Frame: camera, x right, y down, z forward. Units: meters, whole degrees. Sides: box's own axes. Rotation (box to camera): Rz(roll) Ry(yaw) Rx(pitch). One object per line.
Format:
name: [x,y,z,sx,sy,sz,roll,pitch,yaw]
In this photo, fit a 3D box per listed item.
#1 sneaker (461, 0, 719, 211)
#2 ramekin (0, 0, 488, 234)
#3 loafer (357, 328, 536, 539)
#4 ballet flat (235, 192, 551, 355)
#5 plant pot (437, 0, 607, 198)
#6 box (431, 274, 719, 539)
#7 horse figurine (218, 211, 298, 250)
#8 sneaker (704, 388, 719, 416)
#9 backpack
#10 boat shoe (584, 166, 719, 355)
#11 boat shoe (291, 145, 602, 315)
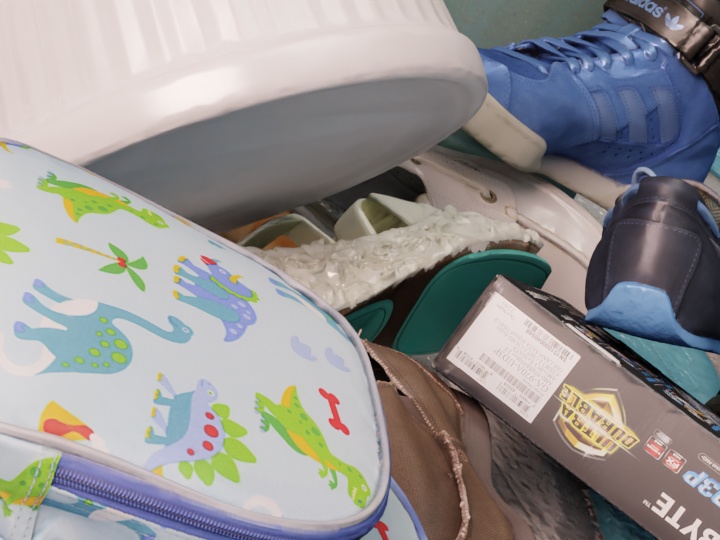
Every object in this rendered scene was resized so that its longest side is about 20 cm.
sneaker: [0.102,-0.093,1.103,0.200,0.112,0.077,25,12,-44]
ramekin: [-0.062,-0.076,0.892,0.202,0.202,0.095,-4,75,-56]
loafer: [0.007,0.082,0.863,0.071,0.073,0.200,40,10,-16]
ballet flat: [0.000,0.000,0.989,0.072,0.072,0.200,44,33,24]
plant pot: [0.062,-0.139,1.222,0.200,0.197,0.200,27,23,-12]
box: [0.117,0.069,0.995,0.159,0.046,0.200,37,4,11]
horse figurine: [-0.076,-0.059,1.021,0.199,0.133,0.050,19,-18,-31]
sneaker: [0.212,0.037,1.081,0.075,0.106,0.200,39,-14,7]
backpack: [-0.069,0.074,0.687,0.199,0.147,0.183,28,25,-19]
boat shoe: [0.134,-0.004,1.017,0.084,0.069,0.200,13,1,4]
boat shoe: [0.027,-0.018,1.108,0.199,0.071,0.069,27,30,-5]
